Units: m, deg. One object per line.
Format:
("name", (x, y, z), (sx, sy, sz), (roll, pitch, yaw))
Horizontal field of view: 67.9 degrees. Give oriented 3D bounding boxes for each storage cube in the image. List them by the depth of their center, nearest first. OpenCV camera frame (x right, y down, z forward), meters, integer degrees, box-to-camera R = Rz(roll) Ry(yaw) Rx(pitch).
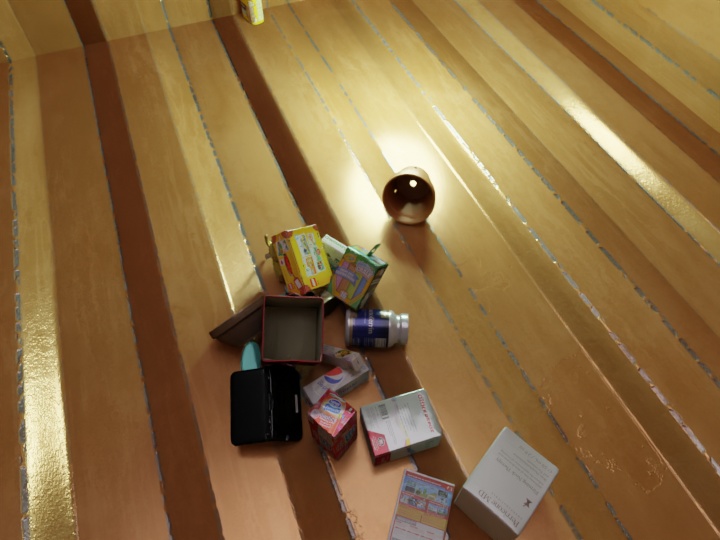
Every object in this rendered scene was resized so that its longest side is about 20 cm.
("storage cube", (-0.198, 0.176, 1.534), (0.167, 0.180, 0.205), (3, 76, -11))

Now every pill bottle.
("pill bottle", (0.051, 0.179, 1.664), (0.195, 0.117, 0.118), (2, 53, 0))

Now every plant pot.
("plant pot", (-0.359, 0.171, 1.647), (0.200, 0.200, 0.094), (-37, 94, -24))
("plant pot", (0.187, -0.294, 1.982), (0.195, 0.203, 0.141), (11, 36, 8))

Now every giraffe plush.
("giraffe plush", (-0.226, -0.064, 1.839), (0.159, 0.176, 0.199), (-18, 20, -26))

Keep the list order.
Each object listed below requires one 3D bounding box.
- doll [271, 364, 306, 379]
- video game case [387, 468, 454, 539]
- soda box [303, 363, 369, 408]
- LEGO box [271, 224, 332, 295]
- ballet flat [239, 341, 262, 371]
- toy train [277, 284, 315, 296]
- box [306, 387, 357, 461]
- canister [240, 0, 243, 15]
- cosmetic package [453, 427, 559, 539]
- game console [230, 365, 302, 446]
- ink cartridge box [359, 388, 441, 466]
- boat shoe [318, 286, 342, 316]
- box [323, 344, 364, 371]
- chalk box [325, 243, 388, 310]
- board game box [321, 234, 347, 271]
("doll", (-0.228, 0.300, 1.613), (0.133, 0.049, 0.203), (4, 53, 4))
("video game case", (0.158, 0.637, 1.389), (0.140, 0.018, 0.203), (14, 55, 10))
("soda box", (-0.070, 0.333, 1.579), (0.197, 0.069, 0.064), (-28, 58, -19))
("LEGO box", (-0.182, -0.032, 1.706), (0.148, 0.076, 0.204), (-18, 90, -52))
("ballet flat", (-0.323, 0.314, 1.586), (0.069, 0.066, 0.204), (0, 60, -10))
("toy train", (-0.224, 0.127, 1.726), (0.112, 0.086, 0.201), (29, 54, 4))
("box", (-0.072, 0.416, 1.434), (0.099, 0.202, 0.095), (35, 62, 23))
("canister", (-0.570, -1.407, 2.773), (0.086, 0.202, 0.149), (-31, 59, -22))
("cosmetic package", (0.367, 0.553, 1.360), (0.166, 0.168, 0.200), (35, 61, 23))
("game console", (-0.265, 0.384, 1.514), (0.115, 0.174, 0.204), (-23, 62, 35))
("ink cartridge box", (0.110, 0.437, 1.494), (0.196, 0.084, 0.148), (-13, 54, -10))
("boat shoe", (-0.103, 0.088, 1.762), (0.066, 0.075, 0.199), (33, 50, 26))
("box", (-0.071, 0.255, 1.586), (0.198, 0.042, 0.039), (3, 36, 49))
("chalk box", (0.000, 0.000, 1.659), (0.122, 0.124, 0.203), (30, 101, 13))
("board game box", (-0.047, -0.025, 1.806), (0.198, 0.127, 0.035), (32, 58, 21))
